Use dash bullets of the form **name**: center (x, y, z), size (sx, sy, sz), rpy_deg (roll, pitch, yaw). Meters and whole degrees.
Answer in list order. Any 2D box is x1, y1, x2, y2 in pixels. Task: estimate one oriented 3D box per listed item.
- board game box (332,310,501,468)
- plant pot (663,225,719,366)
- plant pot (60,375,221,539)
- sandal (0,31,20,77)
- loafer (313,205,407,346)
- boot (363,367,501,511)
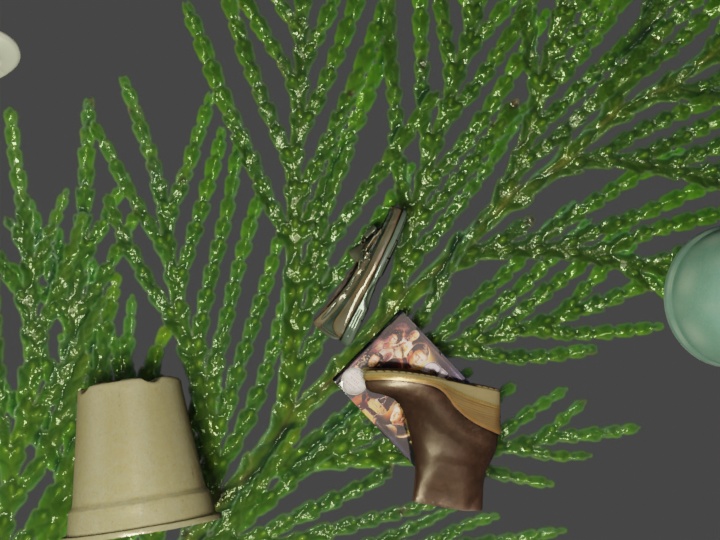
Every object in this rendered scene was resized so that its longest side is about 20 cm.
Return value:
- **board game box**: center (0.077, 0.174, 1.264), size (0.135, 0.035, 0.200), rpy_deg (-45, 93, -3)
- **plant pot**: center (0.533, 0.036, 1.250), size (0.197, 0.134, 0.204), rpy_deg (0, 89, -5)
- **plant pot**: center (-0.284, 0.236, 1.172), size (0.197, 0.201, 0.187), rpy_deg (-7, 79, -4)
- **sandal**: center (-0.547, -0.280, 1.205), size (0.200, 0.083, 0.050), rpy_deg (-14, 48, -3)
- **loafer**: center (0.000, 0.000, 1.243), size (0.062, 0.072, 0.202), rpy_deg (24, 90, 2)
- **boot**: center (0.086, 0.221, 1.210), size (0.197, 0.072, 0.169), rpy_deg (13, 87, -8)
